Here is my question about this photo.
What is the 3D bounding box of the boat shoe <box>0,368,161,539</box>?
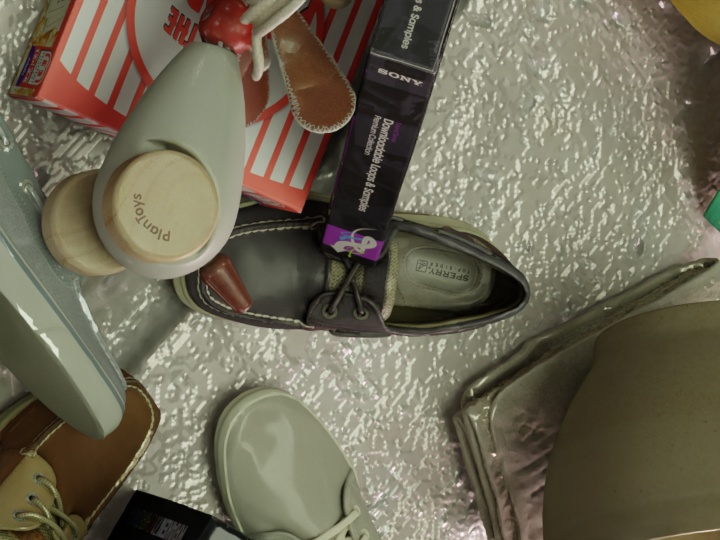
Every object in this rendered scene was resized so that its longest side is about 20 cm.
[{"bbox_3d":[-0.169,0.131,1.165,0.200,0.074,0.076,-46,120,-18],"label":"boat shoe"}]

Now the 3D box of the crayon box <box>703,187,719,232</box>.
[{"bbox_3d":[0.272,-0.085,1.348,0.058,0.200,0.119,44,70,10],"label":"crayon box"}]

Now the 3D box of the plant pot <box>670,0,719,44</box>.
[{"bbox_3d":[0.226,-0.202,1.311,0.200,0.200,0.142,-34,140,-24],"label":"plant pot"}]

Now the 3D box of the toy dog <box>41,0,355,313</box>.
[{"bbox_3d":[-0.052,-0.062,1.100,0.096,0.132,0.200,39,94,-21],"label":"toy dog"}]

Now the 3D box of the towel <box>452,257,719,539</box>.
[{"bbox_3d":[0.143,0.089,1.389,0.200,0.034,0.133,-26,114,-28],"label":"towel"}]

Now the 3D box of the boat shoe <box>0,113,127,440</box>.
[{"bbox_3d":[-0.157,-0.016,1.135,0.072,0.070,0.201,-39,104,-25],"label":"boat shoe"}]

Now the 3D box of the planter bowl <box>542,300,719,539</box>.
[{"bbox_3d":[0.191,0.095,1.303,0.200,0.200,0.135,10,66,-34],"label":"planter bowl"}]

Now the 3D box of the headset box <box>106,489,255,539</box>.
[{"bbox_3d":[-0.105,0.217,1.156,0.093,0.174,0.200,33,81,-14],"label":"headset box"}]

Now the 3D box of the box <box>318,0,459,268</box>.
[{"bbox_3d":[0.023,-0.108,1.161,0.036,0.200,0.143,17,63,-1],"label":"box"}]

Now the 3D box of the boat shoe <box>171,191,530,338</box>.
[{"bbox_3d":[0.000,0.000,1.257,0.200,0.065,0.072,5,97,-33],"label":"boat shoe"}]

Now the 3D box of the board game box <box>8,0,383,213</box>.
[{"bbox_3d":[-0.064,-0.148,1.189,0.151,0.046,0.200,22,86,-27],"label":"board game box"}]

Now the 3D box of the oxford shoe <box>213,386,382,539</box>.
[{"bbox_3d":[-0.016,0.149,1.281,0.075,0.058,0.200,-31,112,-21],"label":"oxford shoe"}]
